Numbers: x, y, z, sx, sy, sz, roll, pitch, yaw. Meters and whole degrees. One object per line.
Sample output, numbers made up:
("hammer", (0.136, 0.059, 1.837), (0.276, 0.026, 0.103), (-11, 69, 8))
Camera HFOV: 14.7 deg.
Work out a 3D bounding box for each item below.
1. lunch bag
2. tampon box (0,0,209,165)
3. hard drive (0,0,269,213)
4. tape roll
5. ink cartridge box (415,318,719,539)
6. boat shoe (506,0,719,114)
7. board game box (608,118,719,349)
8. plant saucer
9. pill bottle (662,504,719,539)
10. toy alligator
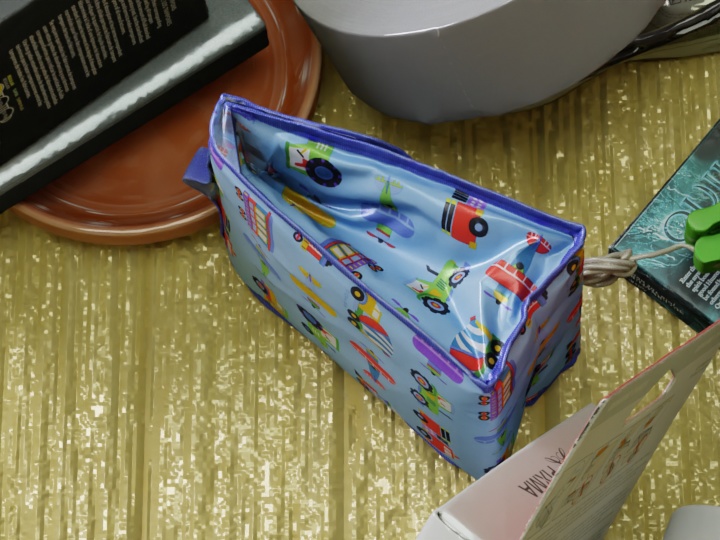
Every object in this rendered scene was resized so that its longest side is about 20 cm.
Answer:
("lunch bag", (0.000, 0.000, 1.329), (0.199, 0.151, 0.094), (29, 72, 14))
("tampon box", (-0.198, -0.146, 1.344), (0.200, 0.126, 0.150), (-36, 71, -11))
("hard drive", (-0.166, -0.118, 1.418), (0.200, 0.033, 0.140), (-33, 69, -9))
("tape roll", (0.062, -0.167, 1.391), (0.200, 0.066, 0.201), (-18, 43, 18))
("ink cartridge box", (0.083, 0.094, 1.227), (0.043, 0.200, 0.174), (33, 112, 15))
("boat shoe", (0.114, -0.134, 1.423), (0.199, 0.065, 0.073), (-17, 68, -3))
("board game box", (0.236, -0.040, 1.397), (0.135, 0.028, 0.200), (38, 75, 17))
("plant saucer", (-0.118, -0.105, 1.444), (0.199, 0.032, 0.201), (-2, 68, 4))
("pill bottle", (0.147, 0.213, 1.255), (0.111, 0.111, 0.201), (18, 70, 11))
("toy alligator", (0.199, -0.030, 1.347), (0.199, 0.059, 0.054), (-6, 68, 2))
